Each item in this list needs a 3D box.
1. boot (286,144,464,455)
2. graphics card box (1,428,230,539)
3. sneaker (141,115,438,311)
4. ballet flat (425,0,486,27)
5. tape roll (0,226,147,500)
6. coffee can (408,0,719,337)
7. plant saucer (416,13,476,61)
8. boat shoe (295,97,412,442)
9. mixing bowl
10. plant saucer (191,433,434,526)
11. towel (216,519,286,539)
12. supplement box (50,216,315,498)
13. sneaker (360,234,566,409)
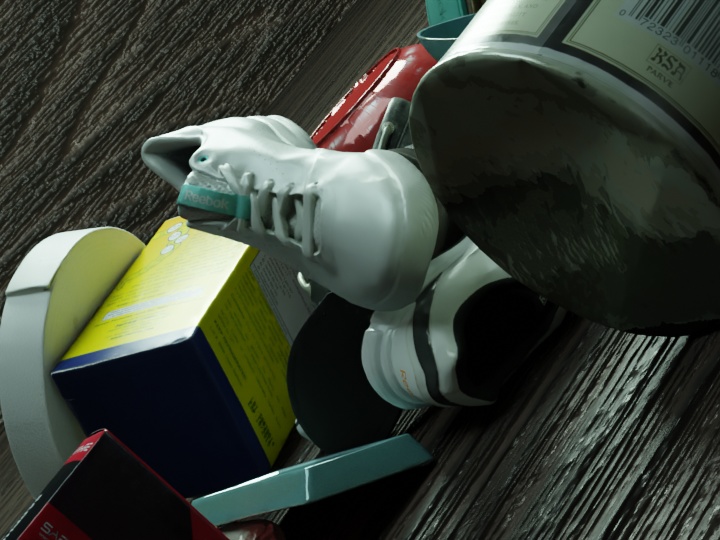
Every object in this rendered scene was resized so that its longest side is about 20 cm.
[{"bbox_3d":[0.047,-0.006,1.030,0.174,0.069,0.201,-30,-35,-54],"label":"boot"},{"bbox_3d":[-0.139,0.189,0.898,0.200,0.125,0.051,-50,10,-21],"label":"graphics card box"},{"bbox_3d":[-0.041,-0.030,0.918,0.200,0.088,0.076,25,109,57],"label":"sneaker"},{"bbox_3d":[0.080,-0.095,1.161,0.068,0.072,0.202,-29,60,58],"label":"ballet flat"},{"bbox_3d":[-0.170,0.073,1.271,0.037,0.204,0.203,-8,28,23],"label":"tape roll"},{"bbox_3d":[0.131,-0.096,0.762,0.200,0.146,0.146,-52,10,-26],"label":"coffee can"},{"bbox_3d":[0.128,-0.124,0.983,0.198,0.028,0.200,-9,12,2],"label":"plant saucer"},{"bbox_3d":[0.000,0.000,1.106,0.071,0.063,0.201,-22,-43,-85],"label":"boat shoe"},{"bbox_3d":[0.032,-0.076,1.273,0.200,0.108,0.200,-45,9,10],"label":"mixing bowl"},{"bbox_3d":[-0.032,0.108,0.978,0.069,0.019,0.200,-17,-5,-24],"label":"plant saucer"},{"bbox_3d":[-0.118,0.212,1.001,0.200,0.034,0.132,-50,10,-22],"label":"towel"},{"bbox_3d":[-0.097,0.047,1.253,0.109,0.110,0.200,-14,24,26],"label":"supplement box"},{"bbox_3d":[0.087,-0.012,0.914,0.201,0.074,0.080,-54,25,-12],"label":"sneaker"}]
